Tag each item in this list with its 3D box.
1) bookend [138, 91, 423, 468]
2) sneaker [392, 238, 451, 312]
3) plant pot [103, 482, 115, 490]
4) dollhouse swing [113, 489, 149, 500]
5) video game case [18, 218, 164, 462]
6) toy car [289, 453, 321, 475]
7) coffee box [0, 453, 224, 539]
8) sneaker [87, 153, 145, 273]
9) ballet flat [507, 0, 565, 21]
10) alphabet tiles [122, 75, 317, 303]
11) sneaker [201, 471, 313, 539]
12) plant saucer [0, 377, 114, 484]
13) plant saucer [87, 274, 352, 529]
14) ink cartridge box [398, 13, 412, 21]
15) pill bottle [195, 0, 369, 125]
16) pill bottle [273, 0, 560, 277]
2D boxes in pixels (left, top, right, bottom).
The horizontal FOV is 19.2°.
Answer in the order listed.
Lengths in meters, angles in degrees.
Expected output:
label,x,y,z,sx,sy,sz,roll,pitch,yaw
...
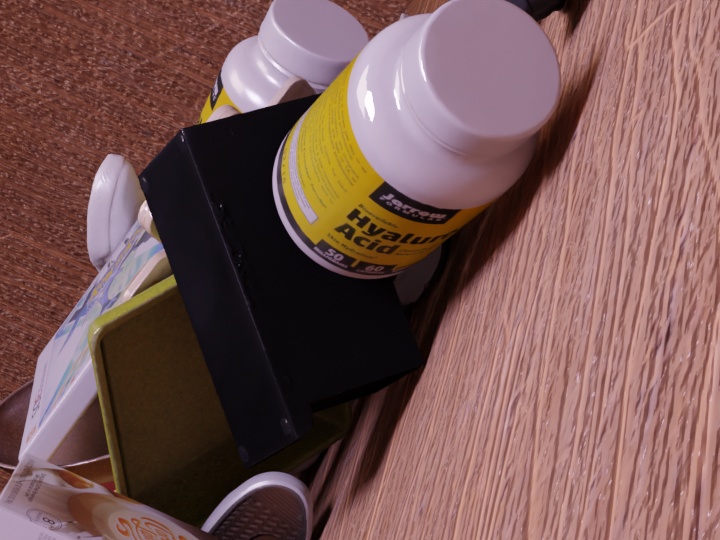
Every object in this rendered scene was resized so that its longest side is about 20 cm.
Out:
label,x,y,z,sx,sy,sz,roll,pitch,yaw
bookend,-0.007,-0.007,1.336,0.200,0.199,0.092,-18,-9,-27
sneaker,0.000,0.000,1.492,0.200,0.086,0.080,119,176,-52
plant pot,-0.132,0.116,1.859,0.200,0.176,0.200,-64,4,10
dollhouse swing,-0.159,0.255,1.510,0.176,0.182,0.200,-35,-1,41
video game case,-0.179,0.029,1.539,0.200,0.022,0.182,-52,16,15
toy car,-0.116,0.144,1.682,0.175,0.150,0.200,174,121,-85
coffee box,-0.142,0.202,1.333,0.114,0.200,0.080,-89,24,-77
sneaker,-0.161,-0.007,1.669,0.075,0.088,0.200,-74,-15,-46
ballet flat,0.120,-0.201,1.365,0.073,0.073,0.200,-64,-2,19
alphabet tiles,-0.075,-0.028,1.447,0.196,0.015,0.200,-52,-33,-7
sneaker,-0.083,0.200,1.478,0.085,0.073,0.200,-76,10,-56
plant saucer,-0.183,0.110,1.582,0.200,0.200,0.037,-75,-29,-66
plant saucer,-0.100,0.068,1.425,0.200,0.048,0.200,-31,-48,-32
ink cartridge box,0.025,-0.089,1.687,0.146,0.084,0.200,-80,15,-71
pill bottle,-0.067,-0.111,1.641,0.111,0.111,0.200,-71,8,-54
pill bottle,0.032,-0.076,1.198,0.200,0.111,0.112,-42,23,62
